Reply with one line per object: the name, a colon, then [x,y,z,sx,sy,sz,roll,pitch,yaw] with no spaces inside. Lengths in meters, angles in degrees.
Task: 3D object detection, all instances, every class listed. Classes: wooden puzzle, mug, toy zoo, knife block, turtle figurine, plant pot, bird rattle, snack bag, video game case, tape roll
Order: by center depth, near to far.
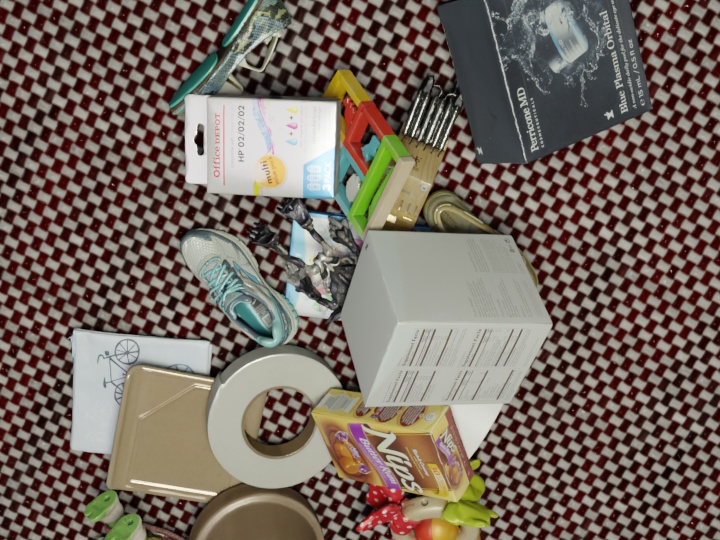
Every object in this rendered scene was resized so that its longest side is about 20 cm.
toy zoo: [-0.012,-0.152,1.174,0.020,0.201,0.132,-8,142,-35]
knife block: [0.074,-0.151,1.224,0.063,0.177,0.201,23,143,2]
mug: [0.093,0.175,1.273,0.152,0.149,0.188,31,97,1]
video game case: [0.000,0.000,1.287,0.196,0.018,0.146,7,106,-1]
plant pot: [-0.130,0.419,1.297,0.196,0.175,0.204,-5,108,-16]
tape roll: [-0.114,0.202,1.307,0.199,0.037,0.207,-5,109,-14]
turtle figurine: [-0.335,0.420,1.322,0.196,0.145,0.196,-16,127,-1]
wooden puzzle: [-0.242,0.230,1.325,0.196,0.037,0.188,10,104,-15]
bird rattle: [0.095,0.355,1.333,0.196,0.114,0.165,-17,131,5]
snack bag: [-0.312,0.179,1.335,0.196,0.021,0.192,5,106,-4]

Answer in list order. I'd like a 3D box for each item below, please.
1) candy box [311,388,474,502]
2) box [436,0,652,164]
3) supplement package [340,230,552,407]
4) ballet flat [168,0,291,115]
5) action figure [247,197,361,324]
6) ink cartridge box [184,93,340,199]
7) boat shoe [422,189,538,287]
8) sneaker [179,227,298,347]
candy box: [0.040,0.225,1.236,0.197,0.057,0.118,1,124,38]
box: [0.220,-0.253,1.131,0.197,0.117,0.200,-23,105,-19]
supplement package: [0.098,0.059,1.161,0.196,0.153,0.152,1,134,-19]
ballet flat: [-0.160,-0.260,1.198,0.074,0.074,0.200,40,105,-9]
action figure: [-0.048,-0.016,1.227,0.119,0.102,0.200,-45,127,3]
ink cartridge box: [-0.124,-0.152,1.149,0.196,0.068,0.118,3,103,4]
boat shoe: [0.162,-0.024,1.247,0.073,0.063,0.201,-42,110,9]
sneaker: [-0.163,0.022,1.253,0.200,0.086,0.078,43,104,0]
